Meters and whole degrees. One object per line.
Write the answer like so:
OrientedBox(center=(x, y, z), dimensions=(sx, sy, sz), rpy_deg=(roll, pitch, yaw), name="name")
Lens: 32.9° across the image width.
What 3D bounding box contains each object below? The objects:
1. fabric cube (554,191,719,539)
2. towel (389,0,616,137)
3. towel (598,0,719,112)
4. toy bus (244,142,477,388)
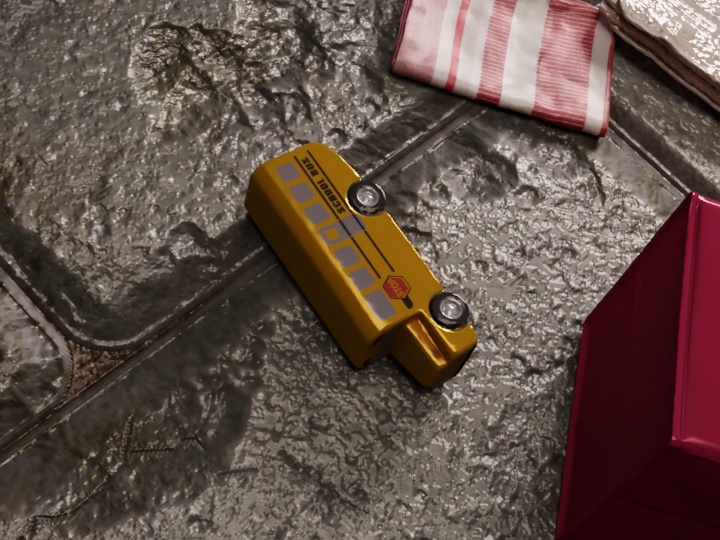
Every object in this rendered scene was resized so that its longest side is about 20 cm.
OrientedBox(center=(0.272, 0.098, 0.846), dimensions=(0.199, 0.200, 0.196), rpy_deg=(18, 58, -4), name="fabric cube")
OrientedBox(center=(0.133, -0.204, 1.091), dimensions=(0.200, 0.023, 0.144), rpy_deg=(16, 58, -6), name="towel")
OrientedBox(center=(0.325, -0.221, 1.137), dimensions=(0.200, 0.034, 0.133), rpy_deg=(37, 54, 1), name="towel")
OrientedBox(center=(0.000, 0.000, 0.906), dimensions=(0.078, 0.065, 0.200), rpy_deg=(-26, 70, -27), name="toy bus")
